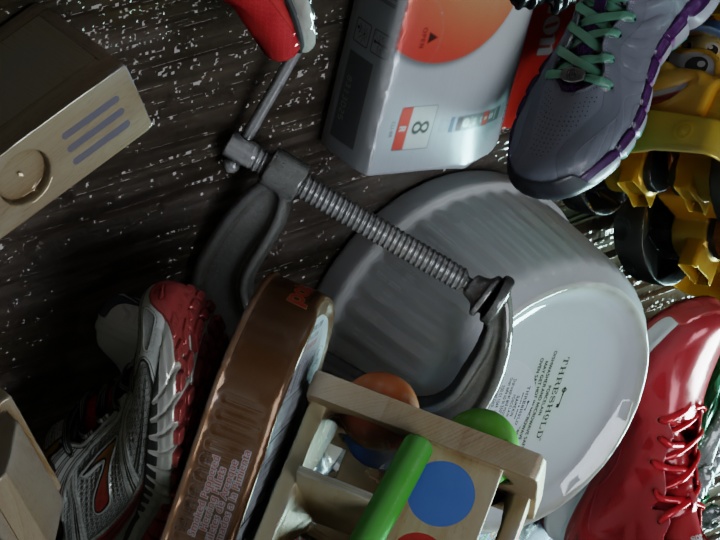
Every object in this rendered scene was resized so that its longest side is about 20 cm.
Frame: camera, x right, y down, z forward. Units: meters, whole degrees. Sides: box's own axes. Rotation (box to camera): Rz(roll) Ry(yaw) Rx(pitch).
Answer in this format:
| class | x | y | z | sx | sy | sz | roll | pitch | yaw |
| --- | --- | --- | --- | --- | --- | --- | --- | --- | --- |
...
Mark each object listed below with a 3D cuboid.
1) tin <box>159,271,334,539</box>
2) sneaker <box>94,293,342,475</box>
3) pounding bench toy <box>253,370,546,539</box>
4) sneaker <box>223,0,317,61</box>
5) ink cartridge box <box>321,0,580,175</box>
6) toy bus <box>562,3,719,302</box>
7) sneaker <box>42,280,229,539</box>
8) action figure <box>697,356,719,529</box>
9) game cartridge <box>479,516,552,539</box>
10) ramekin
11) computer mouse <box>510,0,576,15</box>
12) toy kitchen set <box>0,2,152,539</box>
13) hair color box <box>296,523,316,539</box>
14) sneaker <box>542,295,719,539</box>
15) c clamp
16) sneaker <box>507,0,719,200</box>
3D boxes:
| class | x | y | z | sx | sy | sz | roll | pitch | yaw |
| --- | --- | --- | --- | --- | --- | --- | --- | --- | --- |
| tin | -0.061 | 0.099 | 1.397 | 0.112 | 0.042 | 0.200 | -30 | 140 | -73 |
| sneaker | -0.099 | 0.103 | 1.494 | 0.130 | 0.079 | 0.199 | -58 | 149 | -8 |
| pounding bench toy | 0.013 | 0.129 | 1.392 | 0.200 | 0.124 | 0.156 | 81 | 30 | -76 |
| sneaker | -0.094 | -0.163 | 1.344 | 0.085 | 0.077 | 0.200 | -40 | 131 | 1 |
| ink cartridge box | 0.083 | -0.135 | 1.524 | 0.200 | 0.050 | 0.162 | -5 | 120 | -36 |
| toy bus | 0.220 | -0.091 | 1.623 | 0.200 | 0.136 | 0.192 | 41 | 67 | -47 |
| sneaker | -0.119 | 0.088 | 1.405 | 0.078 | 0.082 | 0.200 | -62 | 171 | -55 |
| action figure | 0.199 | 0.157 | 1.808 | 0.200 | 0.055 | 0.118 | -63 | 166 | 20 |
| game cartridge | 0.097 | 0.161 | 1.746 | 0.200 | 0.038 | 0.130 | -56 | 142 | 2 |
| ramekin | 0.070 | 0.055 | 1.597 | 0.200 | 0.105 | 0.200 | -23 | 130 | -30 |
| computer mouse | 0.119 | -0.215 | 1.426 | 0.046 | 0.200 | 0.141 | 16 | 130 | -5 |
| toy kitchen set | -0.148 | 0.026 | 1.339 | 0.180 | 0.163 | 0.200 | -38 | 136 | -16 |
| hair color box | -0.013 | 0.191 | 1.595 | 0.100 | 0.060 | 0.200 | -59 | 160 | 4 |
| sneaker | 0.191 | 0.118 | 1.668 | 0.078 | 0.116 | 0.200 | -12 | 137 | -36 |
| c clamp | 0.000 | 0.000 | 1.476 | 0.200 | 0.027 | 0.171 | 36 | 111 | -6 |
| sneaker | 0.126 | -0.131 | 1.518 | 0.200 | 0.074 | 0.088 | -58 | 143 | -31 |
